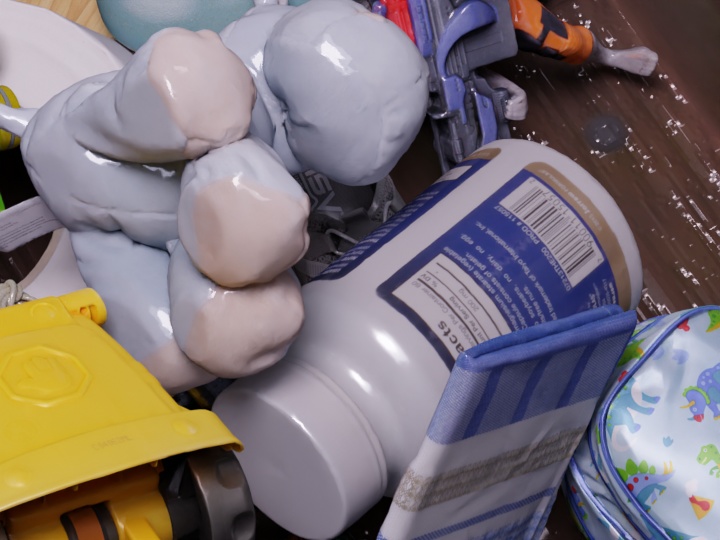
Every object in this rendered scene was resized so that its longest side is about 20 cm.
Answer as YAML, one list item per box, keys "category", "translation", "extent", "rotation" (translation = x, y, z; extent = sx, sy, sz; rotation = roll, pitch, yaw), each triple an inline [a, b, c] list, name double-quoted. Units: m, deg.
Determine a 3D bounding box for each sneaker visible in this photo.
- category: "sneaker"
  translation: [0.000, 0.000, 1.347]
  extent: [0.075, 0.082, 0.200]
  rotation: [-30, 70, -10]

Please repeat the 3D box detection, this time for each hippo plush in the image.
- category: "hippo plush"
  translation: [-0.053, -0.043, 1.201]
  extent: [0.161, 0.200, 0.159]
  rotation: [-25, 105, -39]

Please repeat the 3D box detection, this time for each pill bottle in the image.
- category: "pill bottle"
  translation: [0.029, 0.034, 1.244]
  extent: [0.111, 0.111, 0.200]
  rotation: [41, 56, 17]

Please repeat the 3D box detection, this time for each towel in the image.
- category: "towel"
  translation: [0.045, 0.107, 1.205]
  extent: [0.024, 0.147, 0.200]
  rotation: [35, 117, 25]

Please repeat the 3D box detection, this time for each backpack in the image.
- category: "backpack"
  translation: [0.187, 0.107, 1.278]
  extent: [0.163, 0.154, 0.200]
  rotation: [-45, 61, -9]

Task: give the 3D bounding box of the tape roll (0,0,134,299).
- category: "tape roll"
  translation: [-0.175, -0.029, 1.320]
  extent: [0.202, 0.071, 0.203]
  rotation: [-3, 82, 19]

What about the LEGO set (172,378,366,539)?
- category: "LEGO set"
  translation: [-0.056, 0.116, 1.265]
  extent: [0.154, 0.116, 0.200]
  rotation: [-28, 76, -18]

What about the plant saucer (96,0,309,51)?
- category: "plant saucer"
  translation: [-0.054, -0.190, 1.331]
  extent: [0.200, 0.027, 0.200]
  rotation: [-22, 42, 22]

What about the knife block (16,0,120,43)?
- category: "knife block"
  translation: [-0.119, -0.163, 1.429]
  extent: [0.175, 0.064, 0.200]
  rotation: [-20, 68, -6]

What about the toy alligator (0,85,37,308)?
- category: "toy alligator"
  translation: [-0.192, -0.056, 1.268]
  extent: [0.059, 0.054, 0.200]
  rotation: [-14, 84, -29]

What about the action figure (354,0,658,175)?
- category: "action figure"
  translation: [0.055, -0.112, 1.370]
  extent: [0.193, 0.105, 0.200]
  rotation: [-15, 109, -31]

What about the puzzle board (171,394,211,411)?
- category: "puzzle board"
  translation: [-0.139, 0.113, 1.341]
  extent: [0.151, 0.017, 0.200]
  rotation: [3, 67, 4]

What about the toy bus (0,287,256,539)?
- category: "toy bus"
  translation: [-0.153, 0.103, 1.159]
  extent: [0.136, 0.200, 0.192]
  rotation: [-17, 47, -31]
